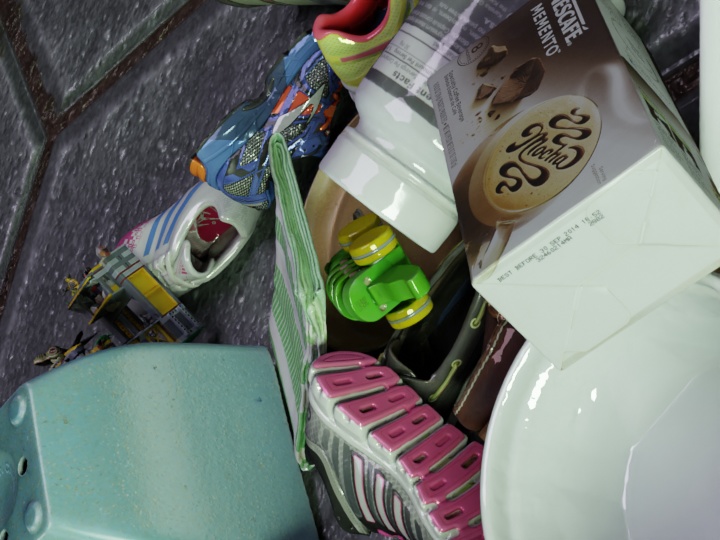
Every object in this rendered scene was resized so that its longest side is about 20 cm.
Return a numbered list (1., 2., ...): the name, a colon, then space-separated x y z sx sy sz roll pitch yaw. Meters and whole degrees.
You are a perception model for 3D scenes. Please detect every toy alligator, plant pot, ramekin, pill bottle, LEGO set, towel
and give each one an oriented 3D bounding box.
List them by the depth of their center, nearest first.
1. ramekin: 0.165 0.104 0.757 0.200 0.105 0.201 -27 53 43
2. pill bottle: 0.068 -0.119 0.952 0.200 0.113 0.113 -54 38 4
3. toy alligator: 0.000 0.000 0.962 0.054 0.059 0.200 -31 16 -3
4. towel: -0.047 0.028 1.047 0.201 0.023 0.153 91 168 -49
5. plant pot: 0.023 -0.035 1.074 0.200 0.027 0.201 -26 54 43
6. plant pot: -0.179 0.170 1.082 0.196 0.199 0.197 -43 50 34
7. LEGO set: -0.234 0.071 1.236 0.154 0.116 0.200 -42 -6 -42

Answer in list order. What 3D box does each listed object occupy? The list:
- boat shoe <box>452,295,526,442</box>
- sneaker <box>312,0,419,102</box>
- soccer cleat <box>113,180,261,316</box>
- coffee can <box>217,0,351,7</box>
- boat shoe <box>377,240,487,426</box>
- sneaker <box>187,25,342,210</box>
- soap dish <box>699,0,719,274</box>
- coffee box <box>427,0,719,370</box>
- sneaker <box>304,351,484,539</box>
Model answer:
1. boat shoe: 0.108 0.007 0.893 0.201 0.070 0.070 -58 -3 10
2. sneaker: 0.048 -0.205 1.050 0.200 0.090 0.078 -45 37 8
3. soccer cleat: -0.158 -0.011 1.254 0.200 0.070 0.087 -41 27 32
4. coffee can: -0.041 -0.282 1.172 0.200 0.146 0.147 14 85 54
5. boat shoe: 0.043 0.058 0.975 0.202 0.060 0.072 -55 39 21
6. sneaker: -0.044 -0.129 1.178 0.200 0.078 0.075 -46 4 12
7. soap dish: 0.251 -0.096 0.757 0.157 0.081 0.201 -20 59 47
8. coffee box: 0.110 -0.060 0.778 0.113 0.080 0.200 -36 31 20
9. sneaker: 0.033 0.141 0.922 0.200 0.074 0.088 43 136 24
